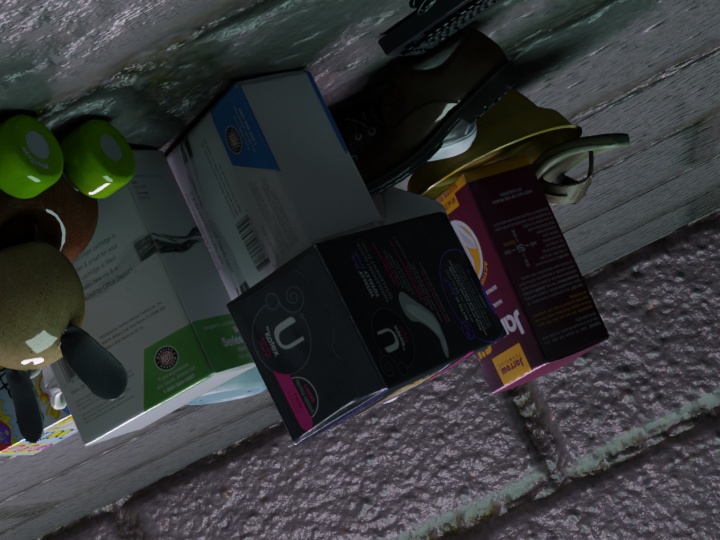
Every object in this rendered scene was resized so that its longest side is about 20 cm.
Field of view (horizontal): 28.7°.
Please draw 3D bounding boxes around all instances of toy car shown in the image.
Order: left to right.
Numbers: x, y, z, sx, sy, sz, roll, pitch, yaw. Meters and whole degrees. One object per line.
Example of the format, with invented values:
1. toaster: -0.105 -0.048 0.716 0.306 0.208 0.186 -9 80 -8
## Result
1. toy car: -0.236 0.015 1.026 0.163 0.202 0.157 -30 168 28

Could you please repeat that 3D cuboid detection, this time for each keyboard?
1. keyboard: 0.098 -0.225 1.111 0.199 0.021 0.127 -32 168 29

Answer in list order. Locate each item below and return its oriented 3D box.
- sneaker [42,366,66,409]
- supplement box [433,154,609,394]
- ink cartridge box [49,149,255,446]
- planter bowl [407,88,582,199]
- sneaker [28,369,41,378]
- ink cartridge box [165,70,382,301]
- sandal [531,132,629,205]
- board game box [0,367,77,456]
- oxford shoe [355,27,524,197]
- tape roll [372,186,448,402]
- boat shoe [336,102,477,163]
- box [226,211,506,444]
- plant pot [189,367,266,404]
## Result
1. sneaker: -0.235 0.096 1.431 0.198 0.101 0.075 -9 170 21
2. supplement box: 0.147 0.005 1.384 0.085 0.202 0.110 -17 168 -31
3. ink cartridge box: -0.194 0.019 1.154 0.145 0.202 0.084 -28 172 24
4. planter bowl: 0.120 -0.133 1.433 0.199 0.084 0.201 -23 169 -5
5. sneaker: -0.283 0.042 1.370 0.074 0.089 0.199 -10 161 -48
6. ink cartridge box: -0.092 -0.052 1.176 0.085 0.148 0.200 -19 169 -39
7. sandal: 0.200 -0.087 1.452 0.200 0.058 0.079 -34 166 38
8. board game box: -0.334 0.123 1.600 0.199 0.106 0.103 -28 169 11
9. oxford shoe: 0.044 -0.136 1.244 0.200 0.085 0.073 -41 -176 9
10. tape roll: 0.014 0.020 1.332 0.070 0.205 0.202 15 155 -17
11. boat shoe: 0.016 -0.126 1.300 0.198 0.070 0.067 -13 141 -10
12. box: 0.009 0.040 1.112 0.106 0.123 0.199 -32 171 32
13. plant pot: -0.160 0.072 1.541 0.198 0.136 0.200 -10 169 -2
